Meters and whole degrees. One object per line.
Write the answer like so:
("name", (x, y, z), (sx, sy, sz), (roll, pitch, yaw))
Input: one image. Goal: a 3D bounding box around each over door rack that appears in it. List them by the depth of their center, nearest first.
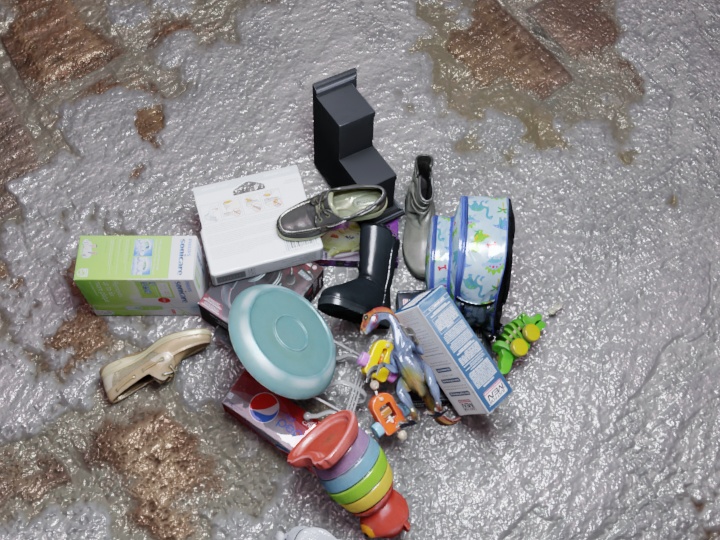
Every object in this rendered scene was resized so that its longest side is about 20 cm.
("over door rack", (-0.075, 0.160, 1.280), (0.199, 0.067, 0.149), (38, 36, -13))

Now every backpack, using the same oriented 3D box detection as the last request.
("backpack", (0.179, -0.019, 1.297), (0.144, 0.202, 0.186), (6, 52, 3))

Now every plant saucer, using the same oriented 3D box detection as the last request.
("plant saucer", (-0.113, 0.102, 1.217), (0.198, 0.027, 0.203), (27, 41, -25))

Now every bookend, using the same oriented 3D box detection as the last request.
("bookend", (-0.002, -0.216, 1.419), (0.091, 0.202, 0.200), (-24, 57, -19))

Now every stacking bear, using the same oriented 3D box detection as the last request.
("stacking bear", (0.001, 0.325, 1.199), (0.114, 0.121, 0.202), (-45, 108, -33))

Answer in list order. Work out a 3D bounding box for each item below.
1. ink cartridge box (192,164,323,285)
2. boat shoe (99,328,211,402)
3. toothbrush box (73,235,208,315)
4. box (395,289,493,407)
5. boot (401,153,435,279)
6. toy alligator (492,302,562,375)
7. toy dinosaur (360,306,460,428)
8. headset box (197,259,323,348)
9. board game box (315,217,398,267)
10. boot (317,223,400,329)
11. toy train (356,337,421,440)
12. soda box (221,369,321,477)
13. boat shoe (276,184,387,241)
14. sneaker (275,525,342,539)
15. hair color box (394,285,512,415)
("ink cartridge box", (-0.181, -0.081, 1.370), (0.196, 0.044, 0.176), (-14, 64, -11))
("boat shoe", (-0.336, 0.159, 1.323), (0.197, 0.071, 0.065), (-25, 71, -2))
("toothbrush box", (-0.369, 0.010, 1.346), (0.195, 0.146, 0.088), (-1, 63, -3))
("box", (0.146, 0.132, 1.362), (0.155, 0.046, 0.204), (-2, 65, -3))
("boot", (0.110, -0.098, 1.423), (0.066, 0.131, 0.204), (-3, 64, -3))
("toy alligator", (0.281, 0.103, 1.369), (0.054, 0.059, 0.200), (45, 60, 2))
("toy dinosaur", (0.065, 0.151, 1.243), (0.103, 0.200, 0.184), (-22, 62, 12))
("headset box", (-0.177, 0.049, 1.373), (0.147, 0.075, 0.201), (31, 67, 12))
("board game box", (-0.027, -0.067, 1.462), (0.195, 0.032, 0.122), (1, 60, -1))
("boot", (0.000, 0.000, 1.332), (0.075, 0.199, 0.172), (-1, 76, 31))
("toy train", (0.068, 0.173, 1.292), (0.199, 0.055, 0.151), (-37, 95, -24))
("soda box", (-0.128, 0.251, 1.286), (0.198, 0.064, 0.070), (32, 67, 12))
("boat shoe", (-0.049, -0.107, 1.325), (0.197, 0.066, 0.073), (-15, 73, -5))
("sneaker", (-0.041, 0.446, 1.194), (0.199, 0.114, 0.076), (39, 64, -22))
("hair color box", (0.144, 0.129, 1.245), (0.060, 0.100, 0.202), (-35, 94, -23))
